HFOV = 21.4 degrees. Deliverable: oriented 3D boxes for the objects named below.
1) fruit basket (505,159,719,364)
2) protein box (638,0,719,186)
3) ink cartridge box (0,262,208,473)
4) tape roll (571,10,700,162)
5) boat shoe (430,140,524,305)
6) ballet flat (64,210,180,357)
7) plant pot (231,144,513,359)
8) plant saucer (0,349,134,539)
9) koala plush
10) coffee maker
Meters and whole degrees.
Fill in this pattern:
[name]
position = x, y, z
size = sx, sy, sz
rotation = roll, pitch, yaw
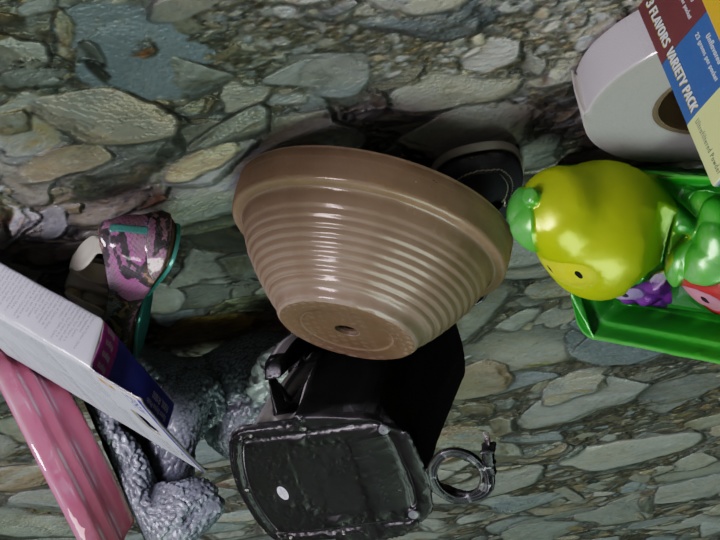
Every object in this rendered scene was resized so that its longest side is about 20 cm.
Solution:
[fruit basket]
position = 0.195, -0.012, 1.331
size = 0.214, 0.157, 0.216
rotation = -10, -167, 2
[protein box]
position = 0.305, -0.148, 1.065
size = 0.199, 0.136, 0.199
rotation = 4, 143, -31
[ink cartridge box]
position = -0.204, 0.062, 1.394
size = 0.199, 0.043, 0.197
rotation = 27, 166, 17
[tape roll]
position = 0.241, -0.131, 1.263
size = 0.201, 0.037, 0.203
rotation = -9, 159, -4
[boat shoe]
position = 0.086, -0.033, 1.404
size = 0.072, 0.063, 0.200
rotation = -8, 158, -5
[ballet flat]
position = -0.179, 0.006, 1.396
size = 0.071, 0.070, 0.200
rotation = 13, 155, -8
[plant pot]
position = 0.000, 0.000, 1.321
size = 0.199, 0.093, 0.201
rotation = 13, 157, 5
[plant saucer]
position = -0.239, 0.149, 1.557
size = 0.051, 0.201, 0.201
rotation = -27, 161, -10
[koala plush]
position = -0.119, 0.114, 1.589
size = 0.199, 0.185, 0.177
rotation = -24, 178, -10
[coffee maker]
position = 0.019, 0.102, 1.422
size = 0.191, 0.200, 0.135
rotation = 12, 124, 8
